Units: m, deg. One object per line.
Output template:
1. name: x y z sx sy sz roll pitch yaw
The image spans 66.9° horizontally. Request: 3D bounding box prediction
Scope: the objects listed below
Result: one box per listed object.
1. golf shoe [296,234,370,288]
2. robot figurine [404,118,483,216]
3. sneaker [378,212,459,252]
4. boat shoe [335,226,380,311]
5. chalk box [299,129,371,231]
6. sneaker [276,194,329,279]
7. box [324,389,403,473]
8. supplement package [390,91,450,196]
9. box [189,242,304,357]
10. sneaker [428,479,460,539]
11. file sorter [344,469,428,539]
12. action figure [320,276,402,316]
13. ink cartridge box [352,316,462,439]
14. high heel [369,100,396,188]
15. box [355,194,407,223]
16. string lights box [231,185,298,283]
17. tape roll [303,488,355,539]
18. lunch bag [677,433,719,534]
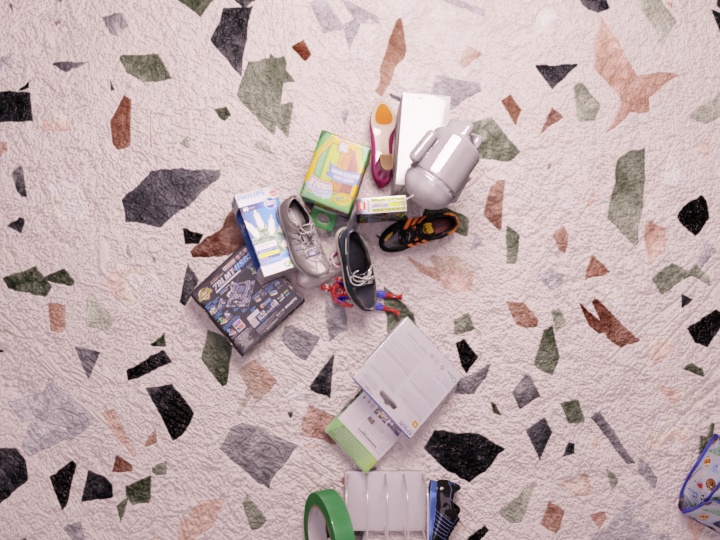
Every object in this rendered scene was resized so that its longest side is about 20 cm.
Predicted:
1. golf shoe: -0.067 -0.024 1.279 0.198 0.092 0.076 -32 91 1
2. robot figurine: 0.165 -0.209 1.115 0.169 0.113 0.201 38 87 -37
3. sneaker: 0.137 -0.095 1.280 0.196 0.090 0.071 -16 90 -1
4. boat shoe: 0.000 0.000 1.211 0.074 0.062 0.204 -18 104 -21
5. chalk box: -0.063 -0.196 1.263 0.123 0.124 0.204 18 89 0
6. sneaker: -0.128 -0.074 1.215 0.074 0.082 0.202 -27 84 -25
7. box: 0.031 0.360 1.305 0.200 0.036 0.144 -44 90 -2
8. supplement package: 0.134 -0.280 1.249 0.108 0.156 0.205 4 89 -1
9. box: -0.267 0.063 1.296 0.200 0.050 0.199 -42 88 -3
10. sneaker: 0.195 0.599 1.287 0.076 0.070 0.205 3 89 5
11. file sorter: 0.060 0.553 1.259 0.195 0.125 0.142 0 90 -1
12. action figure: 0.000 0.059 1.278 0.196 0.099 0.067 12 88 2
13. ink cartridge box: 0.108 0.249 1.280 0.200 0.043 0.197 -44 91 -15
14. high heel: 0.051 -0.302 1.312 0.066 0.096 0.204 -4 70 -12
15. box: 0.043 -0.135 1.226 0.108 0.200 0.036 -4 90 1
16. string lights box: -0.217 -0.084 1.264 0.101 0.059 0.203 -19 81 -25
17. tape roll: -0.072 0.600 1.220 0.047 0.199 0.205 -2 90 -27
18. lunch bag: 0.868 0.521 1.270 0.168 0.124 0.203 28 103 0
